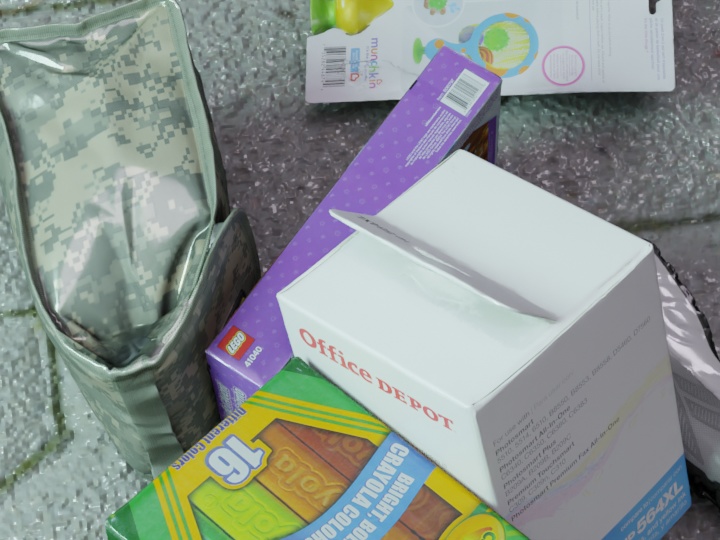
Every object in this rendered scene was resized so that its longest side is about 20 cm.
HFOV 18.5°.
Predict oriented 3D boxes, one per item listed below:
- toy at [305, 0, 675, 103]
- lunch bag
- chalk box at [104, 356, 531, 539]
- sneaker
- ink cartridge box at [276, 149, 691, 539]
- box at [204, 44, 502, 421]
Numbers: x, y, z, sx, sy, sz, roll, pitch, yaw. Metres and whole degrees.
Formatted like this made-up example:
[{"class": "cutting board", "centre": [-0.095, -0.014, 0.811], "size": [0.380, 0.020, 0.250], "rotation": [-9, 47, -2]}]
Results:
[{"class": "toy", "centre": [0.071, -0.141, 1.216], "size": [0.199, 0.047, 0.116], "rotation": [0, 70, 4]}, {"class": "lunch bag", "centre": [-0.111, -0.008, 1.094], "size": [0.117, 0.164, 0.201], "rotation": [-13, 67, -4]}, {"class": "chalk box", "centre": [0.003, 0.162, 0.971], "size": [0.200, 0.124, 0.125], "rotation": [35, 61, 27]}, {"class": "sneaker", "centre": [0.165, 0.081, 1.112], "size": [0.079, 0.074, 0.201], "rotation": [-32, 64, -3]}, {"class": "ink cartridge box", "centre": [0.060, 0.053, 1.021], "size": [0.125, 0.201, 0.128], "rotation": [-39, 47, -26]}, {"class": "box", "centre": [0.000, 0.000, 1.105], "size": [0.039, 0.137, 0.200], "rotation": [32, 70, 16]}]
